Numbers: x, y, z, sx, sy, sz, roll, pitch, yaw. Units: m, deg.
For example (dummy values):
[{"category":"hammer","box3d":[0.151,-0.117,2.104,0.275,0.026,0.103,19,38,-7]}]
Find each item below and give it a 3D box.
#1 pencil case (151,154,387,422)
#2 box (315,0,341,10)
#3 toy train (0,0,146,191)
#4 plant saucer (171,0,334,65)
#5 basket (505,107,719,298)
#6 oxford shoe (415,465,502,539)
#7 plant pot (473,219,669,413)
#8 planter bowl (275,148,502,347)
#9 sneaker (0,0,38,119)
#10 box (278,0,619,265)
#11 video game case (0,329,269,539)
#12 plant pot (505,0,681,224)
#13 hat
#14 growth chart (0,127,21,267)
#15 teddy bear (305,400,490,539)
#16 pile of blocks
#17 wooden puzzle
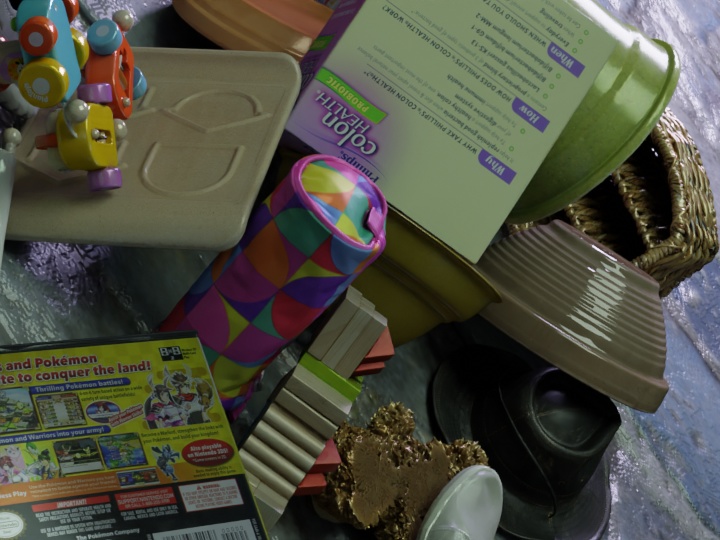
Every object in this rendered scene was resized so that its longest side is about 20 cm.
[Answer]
[{"category":"pencil case","box3d":[-0.061,0.012,1.410,0.088,0.200,0.089,25,38,-22]},{"category":"box","box3d":[0.029,-0.254,1.848,0.112,0.101,0.201,38,36,-23]},{"category":"toy train","box3d":[-0.193,-0.136,1.362,0.200,0.055,0.151,64,21,-61]},{"category":"plant saucer","box3d":[-0.052,-0.187,1.662,0.199,0.038,0.200,24,16,-8]},{"category":"basket","box3d":[0.214,-0.077,1.872,0.148,0.143,0.201,7,53,-48]},{"category":"oxford shoe","box3d":[0.062,0.219,1.433,0.075,0.057,0.201,56,46,-33]},{"category":"plant pot","box3d":[0.174,0.023,1.693,0.200,0.093,0.201,30,8,-5]},{"category":"planter bowl","box3d":[0.000,0.000,1.556,0.200,0.084,0.200,34,-5,4]},{"category":"sneaker","box3d":[-0.234,-0.155,1.388,0.074,0.082,0.200,32,-1,1]},{"category":"box","box3d":[0.056,-0.136,1.547,0.175,0.201,0.097,34,-6,-13]},{"category":"video game case","box3d":[-0.161,0.126,1.289,0.199,0.026,0.182,-4,62,-35]},{"category":"plant pot","box3d":[0.124,-0.173,1.696,0.184,0.200,0.201,45,33,-20]},{"category":"hat","box3d":[0.152,0.124,1.664,0.200,0.081,0.201,32,37,-28]},{"category":"growth chart","box3d":[-0.269,-0.057,1.294,0.200,0.018,0.146,30,58,-62]},{"category":"teddy bear","box3d":[0.028,0.160,1.503,0.199,0.066,0.146,-7,82,-54]},{"category":"pile of blocks","box3d":[-0.036,0.105,1.409,0.062,0.082,0.201,36,75,-3]},{"category":"wooden puzzle","box3d":[-0.146,-0.078,1.446,0.201,0.184,0.047,-74,163,-48]}]
